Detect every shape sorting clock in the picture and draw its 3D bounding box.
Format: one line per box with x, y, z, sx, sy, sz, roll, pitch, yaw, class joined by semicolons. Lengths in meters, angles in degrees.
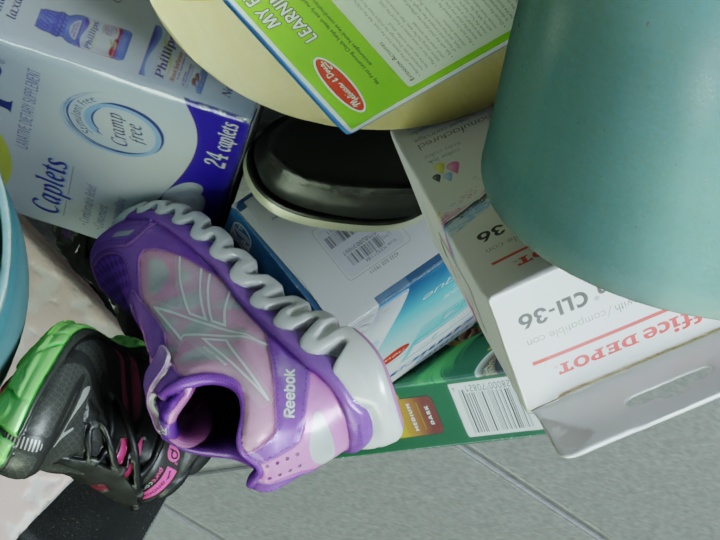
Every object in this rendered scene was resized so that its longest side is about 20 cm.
0.004;-0.139;1.225;0.200;0.039;0.200;-1;131;-1;shape sorting clock

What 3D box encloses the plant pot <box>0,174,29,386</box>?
-0.246;0.007;1.375;0.200;0.200;0.188;13;171;7;plant pot

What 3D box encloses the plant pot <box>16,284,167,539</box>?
-0.225;0.103;1.805;0.177;0.200;0.199;35;151;-15;plant pot

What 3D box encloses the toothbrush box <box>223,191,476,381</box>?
0.000;0.000;1.469;0.085;0.146;0.200;52;157;10;toothbrush box

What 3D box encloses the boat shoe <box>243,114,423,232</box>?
0.044;-0.065;1.356;0.201;0.074;0.063;-6;154;-18;boat shoe

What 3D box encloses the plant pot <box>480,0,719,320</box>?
0.155;-0.100;1.131;0.200;0.201;0.161;12;123;10;plant pot

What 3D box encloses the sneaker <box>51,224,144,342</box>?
-0.130;-0.005;1.563;0.088;0.076;0.200;25;-174;-7;sneaker

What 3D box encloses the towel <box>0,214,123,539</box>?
-0.238;0.060;1.670;0.191;0.200;0.032;45;-169;0;towel

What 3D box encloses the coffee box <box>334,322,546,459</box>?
0.061;0.053;1.593;0.200;0.123;0.044;-10;109;46;coffee box

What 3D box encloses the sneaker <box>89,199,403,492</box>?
-0.073;0.039;1.362;0.200;0.088;0.081;35;153;39;sneaker

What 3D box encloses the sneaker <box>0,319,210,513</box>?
-0.121;0.073;1.401;0.084;0.077;0.200;36;-167;15;sneaker

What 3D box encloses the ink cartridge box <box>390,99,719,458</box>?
0.098;-0.014;1.235;0.116;0.200;0.068;-24;124;-2;ink cartridge box

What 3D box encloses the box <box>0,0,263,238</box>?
-0.144;-0.104;1.409;0.200;0.105;0.184;18;155;-2;box
